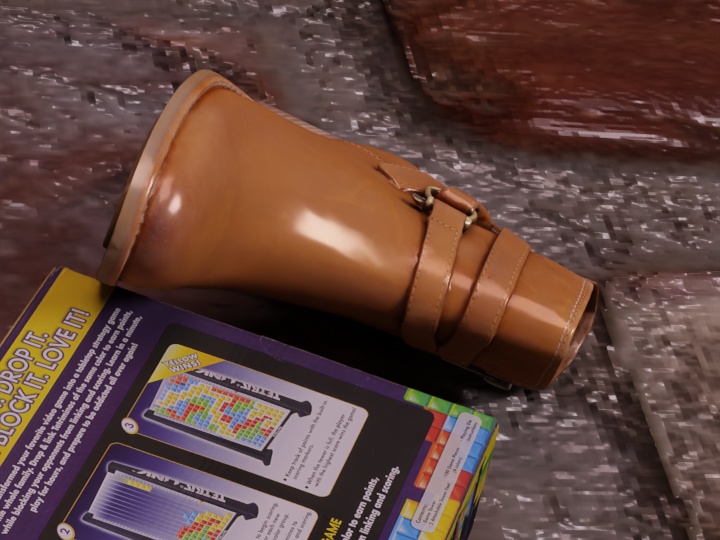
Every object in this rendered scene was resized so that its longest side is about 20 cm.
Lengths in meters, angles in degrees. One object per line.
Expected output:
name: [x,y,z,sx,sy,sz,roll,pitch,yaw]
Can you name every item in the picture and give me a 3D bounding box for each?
board game box: [-0.063,0.099,0.907,0.164,0.057,0.200,18,38,9]
boot: [0.000,0.000,1.000,0.155,0.077,0.200,29,7,11]
